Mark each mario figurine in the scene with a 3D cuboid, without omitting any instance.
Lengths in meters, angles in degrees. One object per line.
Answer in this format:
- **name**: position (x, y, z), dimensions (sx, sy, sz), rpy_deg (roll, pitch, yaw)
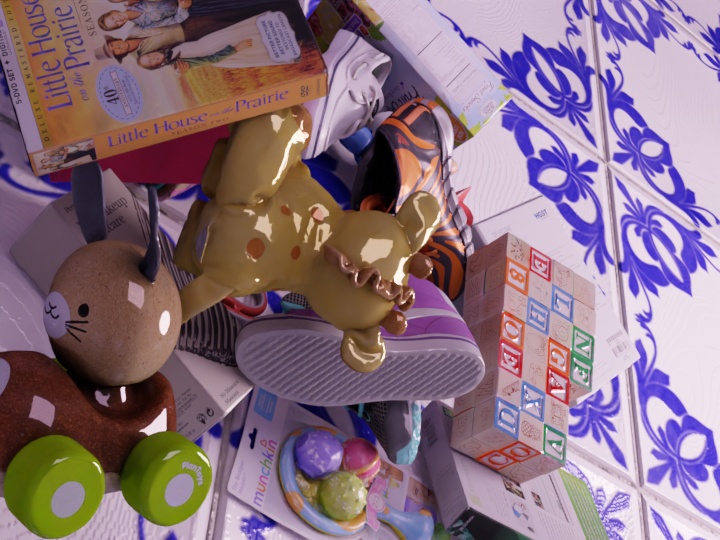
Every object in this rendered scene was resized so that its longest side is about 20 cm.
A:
- **mario figurine**: position (0.043, -0.117, 1.274), dimensions (0.200, 0.106, 0.124), rpy_deg (44, 36, -6)

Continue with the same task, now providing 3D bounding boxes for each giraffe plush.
- **giraffe plush**: position (-0.033, -0.023, 0.893), dimensions (0.160, 0.174, 0.201), rpy_deg (21, 28, -13)

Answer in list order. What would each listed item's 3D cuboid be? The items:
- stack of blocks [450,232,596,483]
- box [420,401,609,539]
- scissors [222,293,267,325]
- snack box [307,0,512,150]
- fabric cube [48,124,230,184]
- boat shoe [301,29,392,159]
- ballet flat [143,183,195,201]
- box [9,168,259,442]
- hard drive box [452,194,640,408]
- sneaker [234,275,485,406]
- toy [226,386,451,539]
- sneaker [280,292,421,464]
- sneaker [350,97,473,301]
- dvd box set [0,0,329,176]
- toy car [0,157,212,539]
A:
- **stack of blocks**: position (0.148, 0.082, 1.140), dimensions (0.114, 0.058, 0.202), rpy_deg (29, 51, -26)
- **box**: position (0.143, 0.208, 1.131), dimensions (0.199, 0.036, 0.145), rpy_deg (30, 23, -25)
- **scissors**: position (-0.150, 0.009, 1.039), dimensions (0.199, 0.014, 0.074), rpy_deg (26, 46, -32)
- **snack box**: position (0.039, -0.208, 1.291), dimensions (0.200, 0.169, 0.068), rpy_deg (46, 73, -6)
- **fabric cube**: position (-0.147, -0.203, 1.005), dimensions (0.196, 0.201, 0.198), rpy_deg (2, 51, -2)
- **boat shoe**: position (-0.010, -0.160, 1.145), dimensions (0.066, 0.074, 0.201), rpy_deg (18, 39, 0)
- **ballet flat**: position (-0.146, -0.130, 1.126), dimensions (0.071, 0.069, 0.202), rpy_deg (44, 32, -42)
- **box**: position (-0.164, 0.029, 0.963), dimensions (0.200, 0.068, 0.082), rpy_deg (50, 36, -4)
- **hard drive box**: position (0.177, 0.039, 1.297), dimensions (0.155, 0.077, 0.202), rpy_deg (-21, 80, -52)
- **sneaker**: position (-0.010, 0.044, 0.996), dimensions (0.198, 0.073, 0.115), rpy_deg (7, 38, -24)
- **toy**: position (-0.005, 0.171, 1.029), dimensions (0.199, 0.047, 0.116), rpy_deg (36, 38, -20)
- **sneaker**: position (-0.011, 0.084, 1.062), dimensions (0.090, 0.078, 0.201), rpy_deg (-12, 47, -15)
- **sneaker**: position (0.040, -0.047, 1.167), dimensions (0.112, 0.077, 0.202), rpy_deg (-37, 122, -46)
- **dvd box set**: position (-0.136, -0.152, 0.836), dimensions (0.198, 0.030, 0.148), rpy_deg (-16, 63, -12)
- **toy car**: position (-0.173, 0.036, 0.795), dimensions (0.157, 0.203, 0.163), rpy_deg (4, 14, -44)
